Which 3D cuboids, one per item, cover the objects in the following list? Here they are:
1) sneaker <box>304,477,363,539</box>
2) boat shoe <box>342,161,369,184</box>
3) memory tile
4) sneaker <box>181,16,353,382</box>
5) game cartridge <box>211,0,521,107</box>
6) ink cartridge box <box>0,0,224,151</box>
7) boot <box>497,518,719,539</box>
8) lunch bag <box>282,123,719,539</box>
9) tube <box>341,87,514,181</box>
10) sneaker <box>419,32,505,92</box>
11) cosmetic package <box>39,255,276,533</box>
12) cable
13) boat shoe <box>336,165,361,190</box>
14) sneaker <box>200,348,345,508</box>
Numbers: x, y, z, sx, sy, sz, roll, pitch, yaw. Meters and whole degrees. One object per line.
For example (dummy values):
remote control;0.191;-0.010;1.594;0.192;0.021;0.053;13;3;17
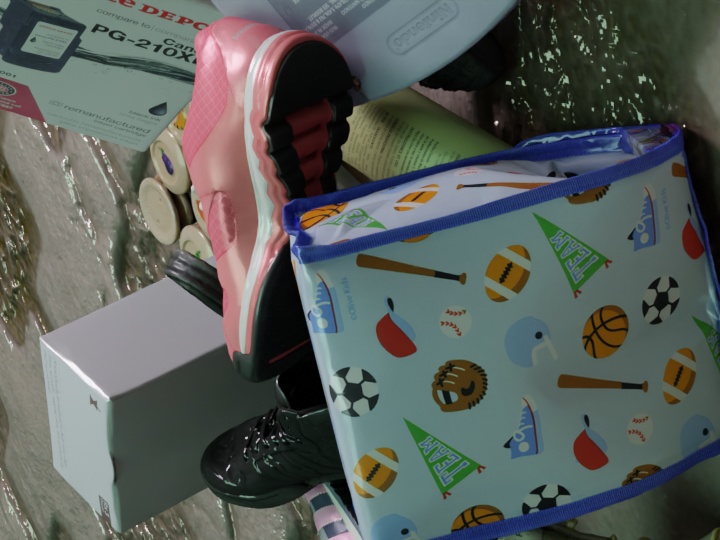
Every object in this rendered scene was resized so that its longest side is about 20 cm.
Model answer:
sneaker;-0.005;0.156;1.283;0.200;0.070;0.082;-119;42;-55
boat shoe;-0.045;-0.071;1.283;0.070;0.070;0.201;115;138;-53
memory tile;-0.094;-0.054;1.461;0.153;0.017;0.200;52;148;25
sneaker;-0.052;-0.040;1.132;0.087;0.074;0.201;29;127;37
game cartridge;0.009;-0.158;1.061;0.200;0.040;0.134;-31;99;45
ink cartridge box;-0.155;-0.162;1.320;0.200;0.144;0.085;-38;41;57
boot;0.143;0.149;1.086;0.154;0.072;0.201;17;138;9
lunch bag;0.077;0.030;1.069;0.124;0.199;0.171;-110;6;-73
tube;0.041;-0.056;1.154;0.200;0.052;0.058;33;173;22
sneaker;0.009;-0.179;1.143;0.200;0.091;0.076;45;158;-8
cosmetic package;-0.090;0.061;1.347;0.081;0.199;0.113;40;141;39
cable;-0.026;0.040;1.281;0.200;0.050;0.097;39;178;-12
boat shoe;0.000;0.000;1.194;0.200;0.062;0.072;37;145;5
sneaker;-0.023;0.077;1.213;0.199;0.060;0.104;-8;140;31
